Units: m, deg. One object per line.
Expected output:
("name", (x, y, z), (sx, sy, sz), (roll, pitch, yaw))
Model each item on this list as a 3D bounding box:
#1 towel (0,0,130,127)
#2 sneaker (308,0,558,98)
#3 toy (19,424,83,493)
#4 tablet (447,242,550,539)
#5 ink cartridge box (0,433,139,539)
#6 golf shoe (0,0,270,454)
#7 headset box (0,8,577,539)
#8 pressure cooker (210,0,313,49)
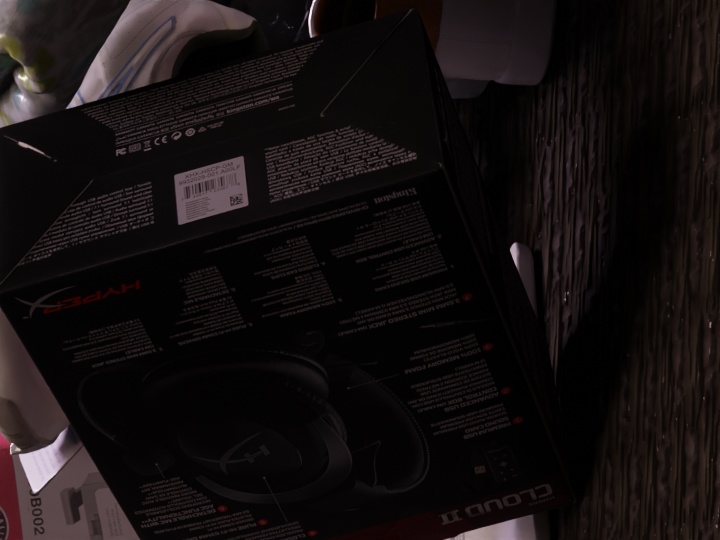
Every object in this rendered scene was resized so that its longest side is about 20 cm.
("towel", (-0.092, -0.113, 1.039), (0.172, 0.048, 0.200), (-63, 9, -19))
("sneaker", (0.018, -0.106, 1.173), (0.200, 0.084, 0.073), (-167, 79, -81))
("toy", (-0.057, 0.007, 1.187), (0.200, 0.047, 0.115), (-48, 23, 4))
("tablet", (0.042, 0.091, 1.157), (0.200, 0.014, 0.131), (110, 161, -59))
("ink cartridge box", (-0.083, 0.124, 1.244), (0.083, 0.199, 0.147), (-117, 20, -78))
("golf shoe", (-0.093, -0.025, 1.151), (0.078, 0.097, 0.201), (50, -134, -54))
("headset box", (-0.020, 0.024, 0.994), (0.200, 0.148, 0.078), (64, -166, -48))
("pressure cooker", (-0.066, -0.142, 1.322), (0.200, 0.175, 0.180), (-18, -73, -73))
